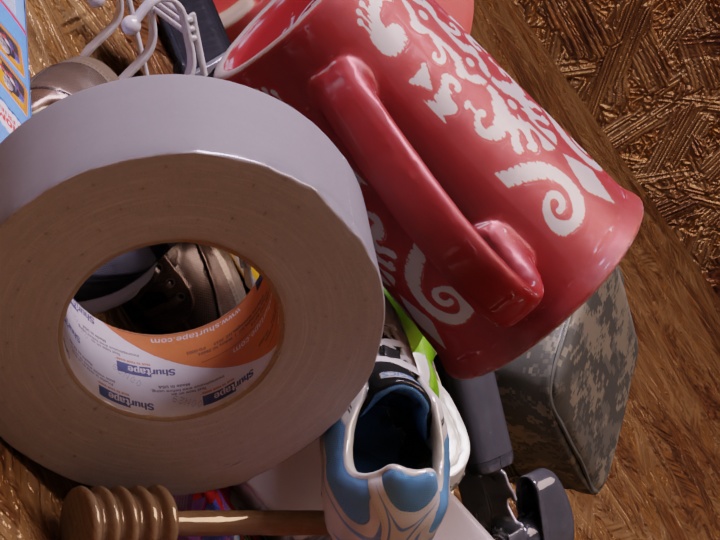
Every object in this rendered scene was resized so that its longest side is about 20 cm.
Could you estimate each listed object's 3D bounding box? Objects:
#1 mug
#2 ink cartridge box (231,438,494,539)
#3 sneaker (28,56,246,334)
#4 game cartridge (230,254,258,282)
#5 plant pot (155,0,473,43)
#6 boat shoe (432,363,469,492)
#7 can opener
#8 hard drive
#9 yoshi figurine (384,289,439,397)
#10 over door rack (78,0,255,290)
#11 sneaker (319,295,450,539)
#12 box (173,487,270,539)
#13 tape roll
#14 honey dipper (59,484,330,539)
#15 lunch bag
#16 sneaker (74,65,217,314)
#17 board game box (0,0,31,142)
[{"bbox_3d":[0.038,-0.063,1.378,0.200,0.133,0.177,47,-15,-13],"label":"mug"},{"bbox_3d":[0.010,0.146,1.458,0.200,0.083,0.147,48,-9,15],"label":"ink cartridge box"},{"bbox_3d":[-0.135,-0.019,1.534,0.201,0.070,0.075,60,36,-3],"label":"sneaker"},{"bbox_3d":[-0.012,0.067,1.752,0.200,0.032,0.176,54,-1,-18],"label":"game cartridge"},{"bbox_3d":[-0.047,-0.199,1.991,0.177,0.200,0.201,30,30,-45],"label":"plant pot"},{"bbox_3d":[0.013,0.062,1.621,0.061,0.072,0.203,100,-22,-47],"label":"boat shoe"},{"bbox_3d":[0.081,0.101,1.687,0.053,0.067,0.201,0,-73,54],"label":"can opener"},{"bbox_3d":[-0.096,-0.118,1.796,0.200,0.042,0.135,73,-5,-57],"label":"hard drive"},{"bbox_3d":[0.003,-0.009,1.544,0.112,0.112,0.201,17,45,-38],"label":"yoshi figurine"},{"bbox_3d":[-0.117,-0.085,1.635,0.148,0.066,0.201,41,-22,60],"label":"over door rack"},{"bbox_3d":[0.010,0.061,1.360,0.071,0.073,0.201,15,35,-21],"label":"sneaker"},{"bbox_3d":[-0.062,0.189,1.360,0.137,0.039,0.200,55,13,-21],"label":"box"},{"bbox_3d":[-0.090,0.010,1.288,0.200,0.199,0.066,50,17,-34],"label":"tape roll"},{"bbox_3d":[-0.049,0.121,1.329,0.199,0.038,0.038,2,50,-34],"label":"honey dipper"},{"bbox_3d":[0.081,0.052,1.805,0.200,0.167,0.140,60,44,-60],"label":"lunch bag"},{"bbox_3d":[-0.099,-0.052,1.445,0.076,0.114,0.200,52,45,6],"label":"sneaker"},{"bbox_3d":[-0.230,-0.138,1.455,0.151,0.036,0.201,51,15,-33],"label":"board game box"}]
